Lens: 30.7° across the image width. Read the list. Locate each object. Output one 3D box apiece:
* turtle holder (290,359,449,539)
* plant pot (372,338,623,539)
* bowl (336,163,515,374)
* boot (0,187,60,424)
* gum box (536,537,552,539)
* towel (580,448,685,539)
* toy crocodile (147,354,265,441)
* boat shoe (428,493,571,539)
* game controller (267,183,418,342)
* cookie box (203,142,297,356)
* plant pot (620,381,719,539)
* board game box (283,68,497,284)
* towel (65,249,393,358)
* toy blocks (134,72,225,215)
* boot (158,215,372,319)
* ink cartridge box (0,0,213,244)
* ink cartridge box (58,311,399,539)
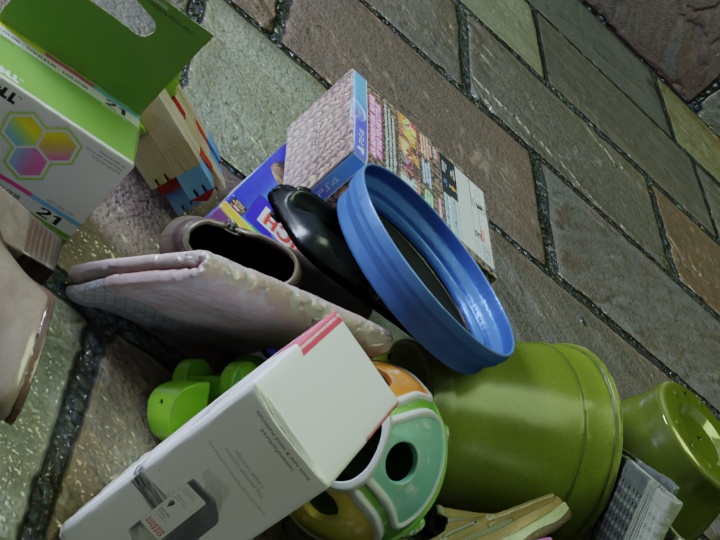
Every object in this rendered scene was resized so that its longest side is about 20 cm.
[{"bbox_3d":[-0.016,0.155,1.030,0.141,0.185,0.132,46,-4,18],"label":"turtle holder"},{"bbox_3d":[0.101,0.145,1.203,0.191,0.201,0.202,16,40,-29],"label":"plant pot"},{"bbox_3d":[0.053,0.000,1.103,0.201,0.039,0.201,46,18,-19],"label":"bowl"},{"bbox_3d":[-0.286,0.002,0.903,0.145,0.070,0.201,27,32,-25],"label":"boot"},{"bbox_3d":[0.133,0.301,1.040,0.201,0.065,0.114,76,2,-61],"label":"gum box"},{"bbox_3d":[0.220,0.263,1.142,0.034,0.202,0.193,19,5,-6],"label":"towel"},{"bbox_3d":[-0.093,0.102,1.073,0.199,0.067,0.063,1,90,-58],"label":"toy crocodile"},{"bbox_3d":[0.086,0.226,1.097,0.199,0.072,0.076,-23,63,-29],"label":"boat shoe"},{"bbox_3d":[0.000,0.000,1.104,0.200,0.042,0.105,36,23,-40],"label":"game controller"},{"bbox_3d":[-0.066,-0.014,1.255,0.171,0.075,0.200,47,27,-7],"label":"cookie box"},{"bbox_3d":[0.274,0.217,1.327,0.200,0.193,0.201,36,29,-24],"label":"plant pot"},{"bbox_3d":[0.028,-0.067,1.277,0.200,0.097,0.160,40,27,-24],"label":"board game box"},{"bbox_3d":[-0.105,0.032,1.034,0.199,0.190,0.033,23,71,-42],"label":"towel"},{"bbox_3d":[-0.175,-0.119,1.210,0.137,0.099,0.200,60,5,-26],"label":"toy blocks"},{"bbox_3d":[-0.070,0.005,1.076,0.198,0.071,0.146,13,-8,-11],"label":"boot"},{"bbox_3d":[-0.232,-0.140,1.023,0.147,0.200,0.076,33,30,-27],"label":"ink cartridge box"},{"bbox_3d":[-0.088,0.132,0.889,0.085,0.199,0.146,54,27,-1],"label":"ink cartridge box"}]
